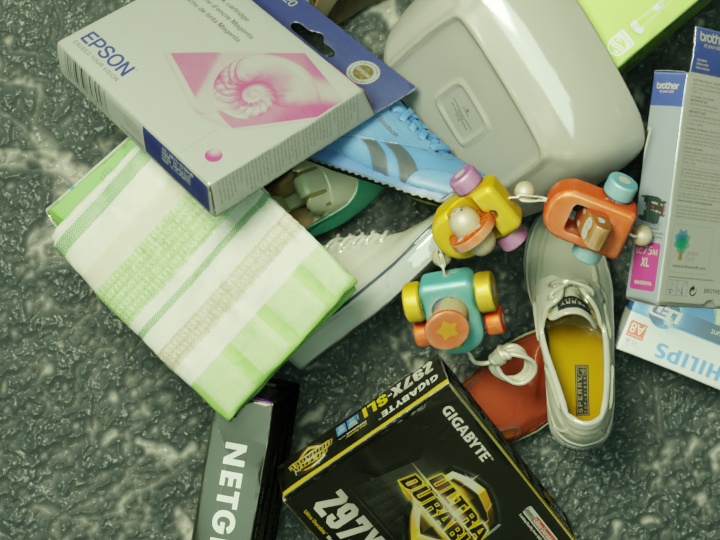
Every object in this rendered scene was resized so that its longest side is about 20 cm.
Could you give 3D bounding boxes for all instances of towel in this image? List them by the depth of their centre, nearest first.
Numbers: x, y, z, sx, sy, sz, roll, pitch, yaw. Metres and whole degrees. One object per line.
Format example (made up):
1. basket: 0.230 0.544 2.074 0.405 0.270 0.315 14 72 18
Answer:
1. towel: -0.118 -0.006 1.249 0.200 0.031 0.149 44 91 10

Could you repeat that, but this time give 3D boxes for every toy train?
1. toy train: 0.113 0.006 1.201 0.149 0.056 0.201 25 121 -5

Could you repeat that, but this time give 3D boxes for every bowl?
1. bowl: 0.100 -0.134 1.256 0.074 0.199 0.201 -30 90 -31

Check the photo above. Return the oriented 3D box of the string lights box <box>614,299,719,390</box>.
1. string lights box: 0.283 -0.015 1.312 0.102 0.059 0.202 21 94 3

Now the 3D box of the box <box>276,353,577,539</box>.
1. box: 0.054 0.186 1.303 0.159 0.049 0.200 -34 118 9

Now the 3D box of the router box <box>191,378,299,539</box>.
1. router box: -0.095 0.190 1.314 0.051 0.149 0.202 9 92 5

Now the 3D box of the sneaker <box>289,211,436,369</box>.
1. sneaker: 0.000 0.000 1.318 0.200 0.073 0.071 -38 86 23

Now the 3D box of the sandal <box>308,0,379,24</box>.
1. sandal: 0.051 -0.243 1.317 0.199 0.082 0.055 -30 74 9

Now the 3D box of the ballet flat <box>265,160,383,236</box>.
1. ballet flat: -0.058 -0.053 1.342 0.199 0.070 0.068 -29 87 6

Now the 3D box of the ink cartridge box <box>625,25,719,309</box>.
1. ink cartridge box: 0.260 -0.073 1.231 0.119 0.042 0.202 4 96 -38

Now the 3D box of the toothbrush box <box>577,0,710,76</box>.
1. toothbrush box: 0.242 -0.240 1.267 0.200 0.146 0.086 -39 87 7

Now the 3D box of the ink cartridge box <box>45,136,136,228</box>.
1. ink cartridge box: -0.150 -0.090 1.334 0.200 0.104 0.059 -41 87 6

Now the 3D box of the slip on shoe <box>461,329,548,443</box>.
1. slip on shoe: 0.104 0.110 1.334 0.199 0.061 0.074 -31 86 4

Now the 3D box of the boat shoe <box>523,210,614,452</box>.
1. boat shoe: 0.165 0.036 1.292 0.070 0.070 0.202 -1 68 2

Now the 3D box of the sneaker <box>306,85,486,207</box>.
1. sneaker: 0.026 -0.100 1.261 0.199 0.066 0.079 22 90 25

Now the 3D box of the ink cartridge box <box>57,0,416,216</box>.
1. ink cartridge box: -0.093 -0.154 1.251 0.199 0.043 0.196 -35 57 -23
